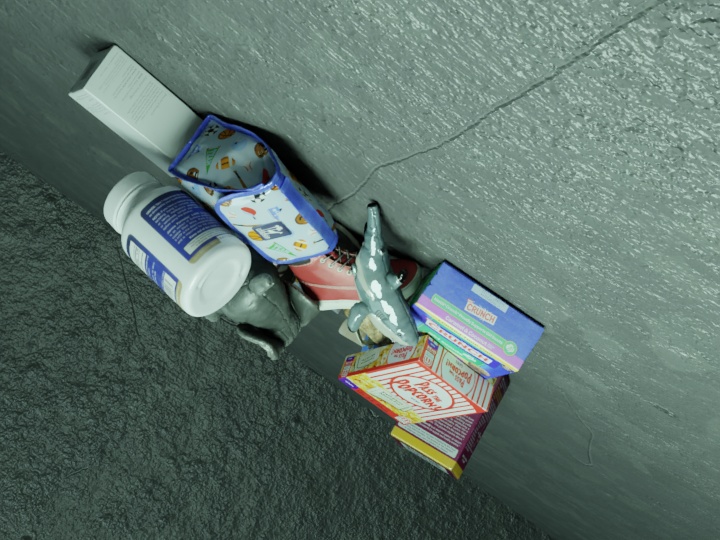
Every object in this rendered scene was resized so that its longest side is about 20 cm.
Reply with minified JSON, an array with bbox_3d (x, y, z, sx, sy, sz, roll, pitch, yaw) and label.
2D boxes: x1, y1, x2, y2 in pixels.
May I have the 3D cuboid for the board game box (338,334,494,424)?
[{"bbox_3d":[0.083,0.172,1.434,0.151,0.047,0.199,37,147,-24],"label":"board game box"}]

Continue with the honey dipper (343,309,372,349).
[{"bbox_3d":[0.004,0.099,1.688,0.038,0.038,0.201,42,-169,-38],"label":"honey dipper"}]

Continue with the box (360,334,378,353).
[{"bbox_3d":[0.094,0.149,1.563,0.197,0.124,0.048,19,-165,11],"label":"box"}]

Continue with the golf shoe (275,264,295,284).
[{"bbox_3d":[-0.121,-0.024,1.452,0.088,0.078,0.200,40,124,-13],"label":"golf shoe"}]

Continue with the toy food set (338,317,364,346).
[{"bbox_3d":[0.061,0.149,1.777,0.142,0.061,0.199,27,-174,29],"label":"toy food set"}]

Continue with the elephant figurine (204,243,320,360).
[{"bbox_3d":[-0.131,0.063,1.395,0.200,0.140,0.156,49,-159,-31],"label":"elephant figurine"}]

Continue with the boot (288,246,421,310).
[{"bbox_3d":[-0.020,-0.013,1.349,0.197,0.073,0.145,-7,134,29],"label":"boot"}]

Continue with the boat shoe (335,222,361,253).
[{"bbox_3d":[0.000,0.000,1.464,0.200,0.057,0.067,41,166,-31],"label":"boat shoe"}]

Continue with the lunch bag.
[{"bbox_3d":[-0.138,-0.100,1.271,0.198,0.125,0.170,23,164,40],"label":"lunch bag"}]

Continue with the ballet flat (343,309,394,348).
[{"bbox_3d":[0.037,0.112,1.487,0.201,0.065,0.071,57,-160,-26],"label":"ballet flat"}]

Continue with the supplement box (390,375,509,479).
[{"bbox_3d":[0.160,0.243,1.650,0.130,0.202,0.103,28,168,22],"label":"supplement box"}]

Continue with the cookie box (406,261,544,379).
[{"bbox_3d":[0.148,0.077,1.338,0.170,0.076,0.200,34,167,0],"label":"cookie box"}]

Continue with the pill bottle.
[{"bbox_3d":[-0.255,-0.043,1.272,0.199,0.120,0.120,40,172,22],"label":"pill bottle"}]

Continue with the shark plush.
[{"bbox_3d":[0.039,0.003,1.257,0.090,0.204,0.083,-17,-156,-42],"label":"shark plush"}]

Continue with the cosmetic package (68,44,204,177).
[{"bbox_3d":[-0.310,-0.224,1.348,0.199,0.082,0.112,39,167,-28],"label":"cosmetic package"}]

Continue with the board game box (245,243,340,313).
[{"bbox_3d":[-0.114,-0.019,1.582,0.198,0.041,0.200,34,168,11],"label":"board game box"}]
